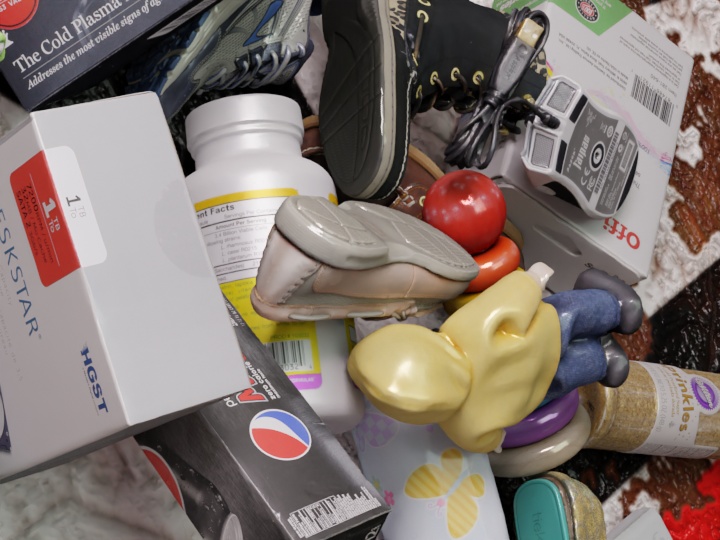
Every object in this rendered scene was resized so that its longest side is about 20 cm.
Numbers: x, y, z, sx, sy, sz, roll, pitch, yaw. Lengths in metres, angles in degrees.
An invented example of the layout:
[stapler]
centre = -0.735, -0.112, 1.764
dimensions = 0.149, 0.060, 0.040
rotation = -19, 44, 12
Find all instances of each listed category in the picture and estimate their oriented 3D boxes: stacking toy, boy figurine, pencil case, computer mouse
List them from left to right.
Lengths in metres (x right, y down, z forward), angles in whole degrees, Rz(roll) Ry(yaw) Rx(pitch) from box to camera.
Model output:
[pencil case]
centre = 0.044, 0.142, 1.070
dimensions = 0.082, 0.091, 0.202
rotation = -14, 82, -18
[stacking toy]
centre = 0.084, 0.030, 1.103
dimensions = 0.085, 0.085, 0.201
rotation = -37, 117, -39
[boy figurine]
centre = 0.079, 0.057, 1.010
dimensions = 0.199, 0.064, 0.125
rotation = -13, 124, -35
[computer mouse]
centre = 0.121, -0.087, 1.098
dimensions = 0.200, 0.044, 0.111
rotation = 31, 77, -54

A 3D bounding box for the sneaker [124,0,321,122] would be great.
[sneaker]
centre = -0.071, -0.150, 1.090
dimensions = 0.085, 0.077, 0.200
rotation = 50, 52, -18

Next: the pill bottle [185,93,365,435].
[pill bottle]
centre = -0.059, 0.001, 1.026
dimensions = 0.104, 0.104, 0.202
rotation = 3, 72, -37

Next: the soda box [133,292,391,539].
[soda box]
centre = -0.072, 0.085, 0.909
dimensions = 0.063, 0.071, 0.200
rotation = -15, 53, -38

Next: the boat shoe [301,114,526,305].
[boat shoe]
centre = 0.034, -0.030, 1.129
dimensions = 0.199, 0.070, 0.071
rotation = 30, 54, -26

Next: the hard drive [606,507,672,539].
[hard drive]
centre = 0.167, 0.268, 1.160
dimensions = 0.199, 0.026, 0.133
rotation = -30, 94, -39

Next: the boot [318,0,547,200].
[boot]
centre = 0.053, -0.115, 1.083
dimensions = 0.153, 0.073, 0.205
rotation = 20, 48, -28

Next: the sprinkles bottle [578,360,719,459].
[sprinkles bottle]
centre = 0.228, 0.103, 1.235
dimensions = 0.199, 0.068, 0.069
rotation = 8, 70, -35

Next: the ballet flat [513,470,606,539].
[ballet flat]
centre = 0.137, 0.231, 1.094
dimensions = 0.070, 0.071, 0.202
rotation = 11, 67, -34

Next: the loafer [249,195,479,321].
[loafer]
centre = 0.000, 0.000, 0.975
dimensions = 0.072, 0.063, 0.200
rotation = 40, 15, 25

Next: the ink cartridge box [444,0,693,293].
[ink cartridge box]
centre = 0.151, -0.100, 1.234
dimensions = 0.144, 0.084, 0.201
rotation = 32, 58, -25

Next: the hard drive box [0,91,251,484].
[hard drive box]
centre = -0.159, 0.017, 0.882
dimensions = 0.076, 0.199, 0.157
rotation = -14, 83, -40

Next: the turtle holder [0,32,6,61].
[turtle holder]
centre = -0.290, -0.152, 0.883
dimensions = 0.141, 0.131, 0.186
rotation = -39, 99, -40

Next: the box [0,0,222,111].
[box]
centre = -0.146, -0.223, 0.963
dimensions = 0.183, 0.199, 0.104
rotation = 58, 17, -5
